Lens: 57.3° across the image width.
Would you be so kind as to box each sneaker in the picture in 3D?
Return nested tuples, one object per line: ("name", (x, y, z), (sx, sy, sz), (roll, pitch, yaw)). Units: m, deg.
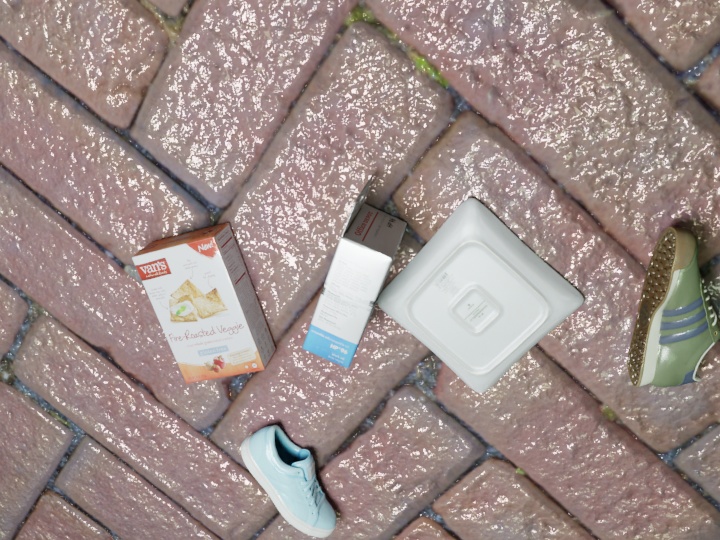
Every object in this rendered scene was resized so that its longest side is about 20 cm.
("sneaker", (0.378, 0.048, 0.767), (0.087, 0.067, 0.205), (5, 115, 3))
("sneaker", (-0.093, 0.319, 0.998), (0.081, 0.074, 0.201), (-36, 102, 28))

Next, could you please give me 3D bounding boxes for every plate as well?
("plate", (0.146, 0.044, 0.838), (0.199, 0.032, 0.200), (40, 117, -5))

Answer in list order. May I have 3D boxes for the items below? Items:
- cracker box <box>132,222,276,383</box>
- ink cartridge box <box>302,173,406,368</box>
("cracker box", (-0.214, 0.049, 0.916), (0.130, 0.058, 0.205), (-12, 110, 18))
("ink cartridge box", (0.000, 0.000, 0.807), (0.066, 0.117, 0.204), (22, 118, 2))
